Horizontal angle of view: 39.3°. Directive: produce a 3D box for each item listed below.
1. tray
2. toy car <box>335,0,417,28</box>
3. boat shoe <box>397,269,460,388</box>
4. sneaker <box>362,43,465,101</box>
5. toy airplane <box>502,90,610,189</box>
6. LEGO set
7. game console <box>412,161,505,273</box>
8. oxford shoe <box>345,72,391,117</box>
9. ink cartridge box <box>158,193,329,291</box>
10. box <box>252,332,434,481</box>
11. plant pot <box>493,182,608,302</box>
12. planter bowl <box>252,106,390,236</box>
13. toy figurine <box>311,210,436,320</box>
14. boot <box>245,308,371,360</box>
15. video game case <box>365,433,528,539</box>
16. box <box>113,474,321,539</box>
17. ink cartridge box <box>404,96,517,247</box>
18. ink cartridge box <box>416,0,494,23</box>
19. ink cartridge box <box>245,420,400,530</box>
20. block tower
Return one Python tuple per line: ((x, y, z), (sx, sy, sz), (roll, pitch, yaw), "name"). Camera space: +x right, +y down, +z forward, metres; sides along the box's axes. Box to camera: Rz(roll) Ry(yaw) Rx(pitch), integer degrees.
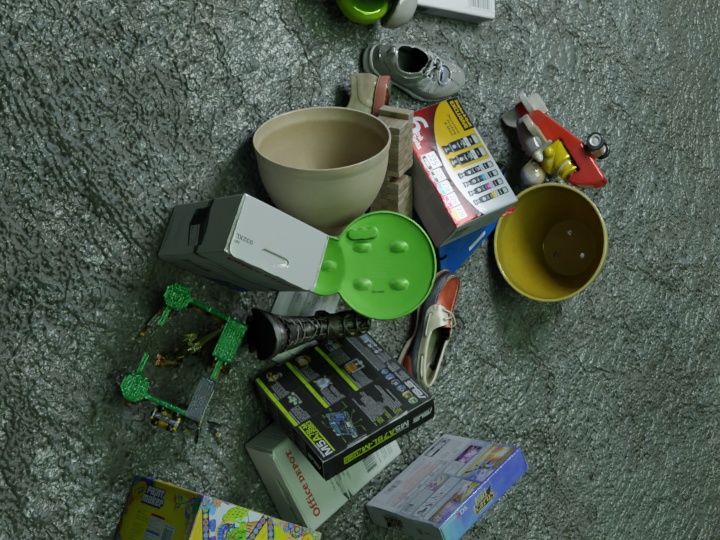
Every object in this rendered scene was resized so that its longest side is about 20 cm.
((-0.078, 0.052, 1.534), (0.107, 0.022, 0.202), (31, 71, -31), "tray")
((0.027, -0.479, 1.531), (0.173, 0.150, 0.203), (20, 77, -19), "toy car")
((0.123, 0.095, 1.648), (0.071, 0.062, 0.202), (33, 74, -38), "boat shoe")
((0.101, -0.323, 1.640), (0.198, 0.082, 0.076), (3, 87, -37), "sneaker")
((0.320, -0.215, 1.763), (0.199, 0.199, 0.142), (34, 98, -22), "toy airplane")
((-0.239, 0.126, 1.380), (0.152, 0.116, 0.203), (17, 73, -5), "LEGO set")
((0.148, -0.118, 1.712), (0.200, 0.117, 0.172), (-44, 145, -29), "game console")
((-0.005, -0.209, 1.581), (0.074, 0.070, 0.203), (13, 91, 7), "oxford shoe")
((-0.160, -0.033, 1.362), (0.144, 0.199, 0.085), (26, 74, -33), "ink cartridge box")
((-0.026, 0.182, 1.445), (0.192, 0.200, 0.048), (-29, 135, -22), "box")
((0.351, -0.045, 1.776), (0.141, 0.197, 0.203), (4, 86, -62), "plant pot")
((-0.054, -0.135, 1.469), (0.199, 0.199, 0.136), (-28, 133, -34), "planter bowl")
((0.000, 0.000, 1.481), (0.197, 0.184, 0.153), (-2, 86, -5), "toy figurine")
((-0.067, 0.078, 1.411), (0.171, 0.200, 0.070), (-6, 90, -14), "boot")
((0.136, 0.342, 1.588), (0.199, 0.180, 0.046), (-36, 109, -32), "video game case")
((-0.194, 0.365, 1.328), (0.191, 0.199, 0.124), (28, 72, -34), "box")
((0.156, -0.167, 1.621), (0.174, 0.084, 0.202), (-24, 78, -28), "ink cartridge box")
((0.142, -0.521, 1.701), (0.198, 0.043, 0.177), (0, 88, -36), "ink cartridge box")
((-0.055, 0.267, 1.507), (0.199, 0.083, 0.148), (-35, 109, -33), "ink cartridge box")
((0.048, -0.149, 1.560), (0.058, 0.053, 0.202), (-46, 143, -50), "block tower")
